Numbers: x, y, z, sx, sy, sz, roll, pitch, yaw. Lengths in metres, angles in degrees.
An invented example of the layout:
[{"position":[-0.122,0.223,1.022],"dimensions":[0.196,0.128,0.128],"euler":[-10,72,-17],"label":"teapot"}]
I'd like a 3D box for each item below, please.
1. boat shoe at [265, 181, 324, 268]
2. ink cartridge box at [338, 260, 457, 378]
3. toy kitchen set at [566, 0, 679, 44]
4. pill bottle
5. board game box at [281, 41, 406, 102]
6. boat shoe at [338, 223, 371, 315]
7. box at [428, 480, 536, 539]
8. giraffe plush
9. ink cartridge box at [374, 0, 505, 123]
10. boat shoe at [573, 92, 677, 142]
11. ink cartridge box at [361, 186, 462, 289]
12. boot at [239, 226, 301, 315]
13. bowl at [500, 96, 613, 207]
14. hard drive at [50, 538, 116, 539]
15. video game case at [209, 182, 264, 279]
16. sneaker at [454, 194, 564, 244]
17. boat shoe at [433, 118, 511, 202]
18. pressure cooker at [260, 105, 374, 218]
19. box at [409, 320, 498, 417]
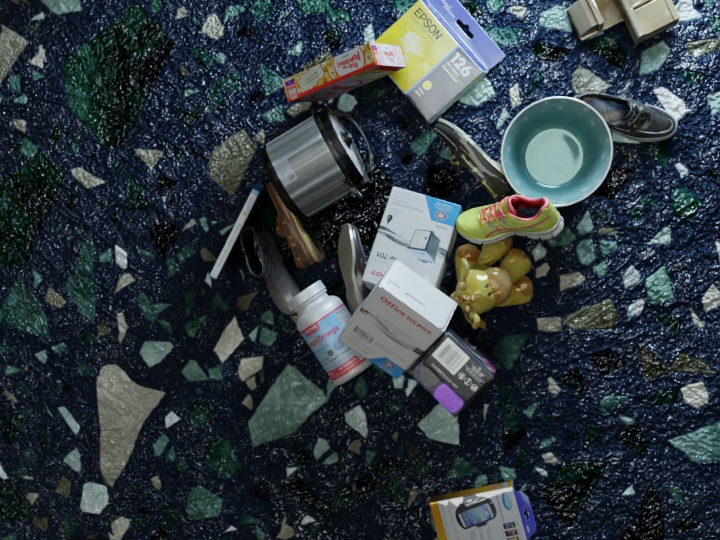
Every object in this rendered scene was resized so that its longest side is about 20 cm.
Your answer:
[{"position":[-0.150,-0.096,1.470],"dimensions":[0.067,0.072,0.201],"euler":[-29,89,11],"label":"boat shoe"},{"position":[0.068,0.096,1.321],"dimensions":[0.144,0.084,0.200],"euler":[35,138,-1],"label":"ink cartridge box"},{"position":[0.457,-0.517,1.249],"dimensions":[0.163,0.180,0.201],"euler":[-24,83,14],"label":"toy kitchen set"},{"position":[-0.061,0.125,1.434],"dimensions":[0.109,0.109,0.200],"euler":[-35,89,12],"label":"pill bottle"},{"position":[-0.030,-0.384,1.362],"dimensions":[0.199,0.151,0.047],"euler":[-15,96,29],"label":"board game box"},{"position":[0.000,0.000,1.456],"dimensions":[0.062,0.073,0.201],"euler":[-7,87,-25],"label":"boat shoe"},{"position":[0.251,0.506,1.424],"dimensions":[0.199,0.041,0.120],"euler":[-15,89,11],"label":"box"},{"position":[0.233,0.027,1.339],"dimensions":[0.200,0.162,0.173],"euler":[-41,84,11],"label":"giraffe plush"},{"position":[0.150,-0.435,1.397],"dimensions":[0.200,0.047,0.198],"euler":[-41,82,15],"label":"ink cartridge box"},{"position":[0.496,-0.294,1.310],"dimensions":[0.199,0.066,0.070],"euler":[22,98,11],"label":"boat shoe"},{"position":[0.104,-0.045,1.385],"dimensions":[0.146,0.086,0.201],"euler":[17,80,12],"label":"ink cartridge box"},{"position":[-0.192,0.008,1.454],"dimensions":[0.070,0.132,0.201],"euler":[-26,87,12],"label":"boot"},{"position":[0.369,-0.219,1.325],"dimensions":[0.200,0.105,0.202],"euler":[1,93,14],"label":"bowl"},{"position":[-0.646,0.708,1.646],"dimensions":[0.199,0.038,0.141],"euler":[-3,92,14],"label":"hard drive"},{"position":[-0.256,-0.086,1.460],"dimensions":[0.018,0.143,0.201],"euler":[27,99,-8],"label":"video game case"},{"position":[0.267,-0.104,1.287],"dimensions":[0.199,0.090,0.078],"euler":[-5,59,24],"label":"sneaker"},{"position":[0.216,-0.218,1.377],"dimensions":[0.201,0.072,0.061],"euler":[42,97,5],"label":"boat shoe"},{"position":[-0.075,-0.216,1.388],"dimensions":[0.199,0.179,0.176],"euler":[-30,128,10],"label":"pressure cooker"},{"position":[0.183,0.182,1.339],"dimensions":[0.122,0.200,0.106],"euler":[44,101,7],"label":"box"}]
